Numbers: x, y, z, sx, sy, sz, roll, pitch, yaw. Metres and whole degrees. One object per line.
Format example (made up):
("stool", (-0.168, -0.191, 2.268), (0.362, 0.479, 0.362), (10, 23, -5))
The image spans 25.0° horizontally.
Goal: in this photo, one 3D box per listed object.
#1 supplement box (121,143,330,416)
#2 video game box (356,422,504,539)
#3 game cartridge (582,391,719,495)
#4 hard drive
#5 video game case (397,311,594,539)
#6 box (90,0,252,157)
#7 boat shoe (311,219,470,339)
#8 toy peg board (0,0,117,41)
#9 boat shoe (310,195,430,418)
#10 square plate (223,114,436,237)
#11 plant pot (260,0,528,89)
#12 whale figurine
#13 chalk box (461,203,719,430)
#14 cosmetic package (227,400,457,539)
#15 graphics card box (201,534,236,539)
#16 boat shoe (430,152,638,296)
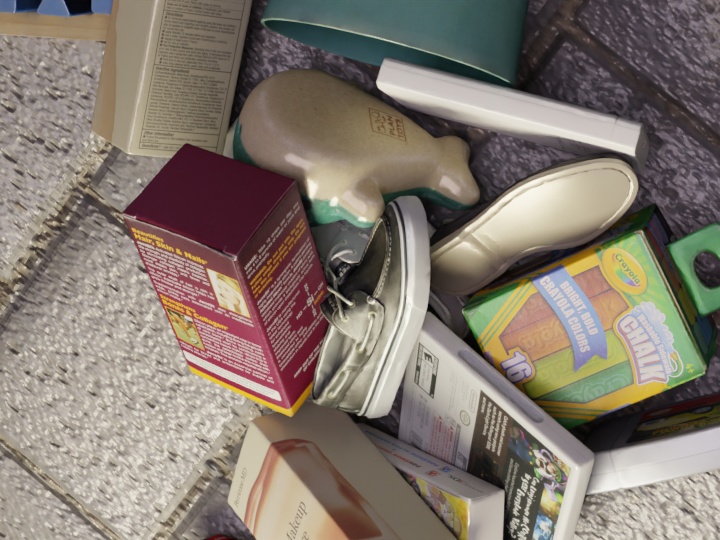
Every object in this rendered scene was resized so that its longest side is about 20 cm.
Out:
("supplement box", (-0.094, 0.009, 1.270), (0.110, 0.086, 0.200), (21, 147, 28))
("video game box", (0.042, 0.247, 1.349), (0.182, 0.047, 0.200), (22, 117, 50))
("game cartridge", (0.264, 0.128, 1.268), (0.200, 0.133, 0.041), (-17, 97, 18))
("hard drive", (0.122, -0.121, 1.260), (0.200, 0.132, 0.027), (16, 91, 13))
("video game case", (0.101, 0.152, 1.292), (0.182, 0.023, 0.200), (41, 148, 28))
("box", (-0.151, -0.198, 1.335), (0.078, 0.095, 0.200), (31, 112, 51))
("boat shoe", (0.000, 0.000, 1.325), (0.200, 0.069, 0.072), (41, 108, 4))
("toy peg board", (-0.271, -0.293, 1.361), (0.200, 0.098, 0.199), (6, 102, 16))
("boat shoe", (0.005, 0.034, 1.246), (0.071, 0.072, 0.200), (2, 121, -16))
("square plate", (-0.061, -0.031, 1.388), (0.200, 0.028, 0.198), (46, 110, 4))
("plant pot", (0.042, -0.240, 1.235), (0.200, 0.201, 0.161), (15, 91, 13))
("whale figurine", (-0.007, -0.083, 1.299), (0.200, 0.159, 0.104), (10, 133, -21))
("chalk box", (0.203, 0.032, 1.271), (0.200, 0.124, 0.124), (-26, 93, 20))
("cosmetic package", (-0.013, 0.207, 1.299), (0.200, 0.087, 0.103), (45, 134, 37))
("graphics card box", (-0.070, 0.313, 1.409), (0.200, 0.051, 0.126), (8, 104, 43))
("boat shoe", (0.129, -0.049, 1.260), (0.200, 0.063, 0.073), (-30, 119, 35))
